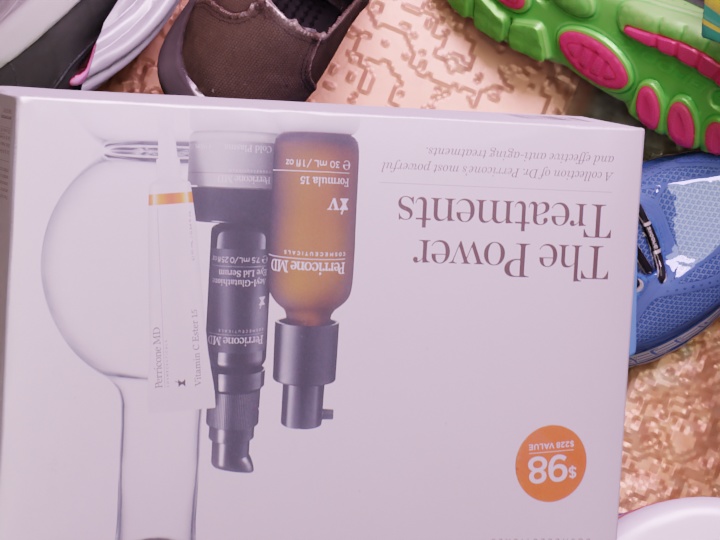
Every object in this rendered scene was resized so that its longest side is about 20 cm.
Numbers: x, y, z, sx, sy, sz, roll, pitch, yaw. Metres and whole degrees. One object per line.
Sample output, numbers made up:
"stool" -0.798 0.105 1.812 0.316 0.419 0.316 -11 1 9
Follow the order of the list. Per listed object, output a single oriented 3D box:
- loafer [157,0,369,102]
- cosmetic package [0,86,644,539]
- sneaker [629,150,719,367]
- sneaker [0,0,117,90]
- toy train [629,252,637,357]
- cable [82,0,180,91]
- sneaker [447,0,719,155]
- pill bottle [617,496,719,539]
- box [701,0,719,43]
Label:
"loafer" -0.014 -0.128 1.022 0.073 0.071 0.200 33 45 -19
"cosmetic package" -0.016 0.024 0.816 0.199 0.052 0.151 1 97 -18
"sneaker" 0.077 0.010 1.035 0.200 0.089 0.079 -26 85 -6
"sneaker" -0.119 -0.045 0.989 0.099 0.071 0.200 38 117 -15
"toy train" 0.000 0.000 0.944 0.199 0.114 0.087 5 102 28
"cable" -0.161 -0.150 1.057 0.200 0.069 0.200 -41 87 -8
"sneaker" 0.099 -0.122 1.074 0.200 0.077 0.084 40 43 11
"pill bottle" 0.108 0.142 0.962 0.111 0.200 0.112 0 82 -3
"box" 0.239 -0.096 0.962 0.200 0.048 0.117 21 40 29
